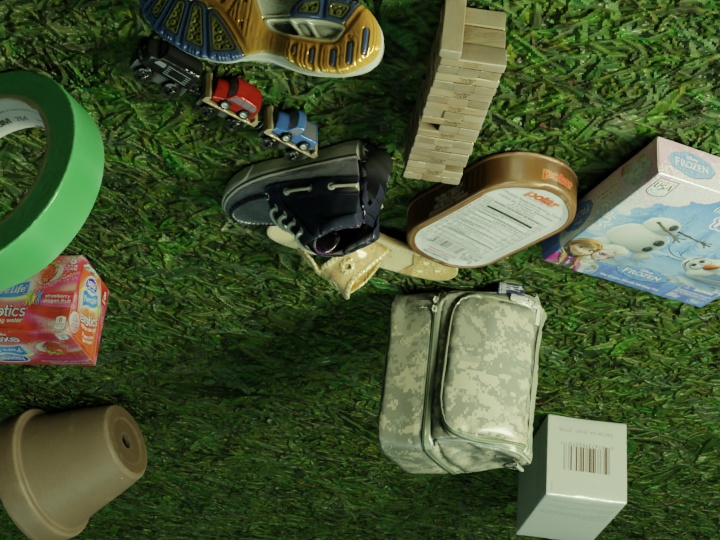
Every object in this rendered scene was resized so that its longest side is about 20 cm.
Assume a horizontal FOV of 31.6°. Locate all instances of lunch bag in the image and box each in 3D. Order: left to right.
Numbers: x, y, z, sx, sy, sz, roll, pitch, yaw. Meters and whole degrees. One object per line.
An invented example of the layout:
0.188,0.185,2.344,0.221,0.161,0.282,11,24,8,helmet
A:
0.119,0.122,1.419,0.165,0.203,0.140,-1,155,21,lunch bag

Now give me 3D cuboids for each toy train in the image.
-0.111,-0.150,1.127,0.198,0.034,0.046,26,134,-31,toy train

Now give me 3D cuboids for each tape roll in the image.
-0.322,-0.079,1.120,0.198,0.203,0.048,-7,151,24,tape roll

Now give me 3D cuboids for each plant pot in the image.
-0.415,0.278,1.872,0.173,0.202,0.200,-24,144,14,plant pot

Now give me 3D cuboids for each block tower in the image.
0.077,-0.144,1.073,0.057,0.055,0.201,7,153,-3,block tower

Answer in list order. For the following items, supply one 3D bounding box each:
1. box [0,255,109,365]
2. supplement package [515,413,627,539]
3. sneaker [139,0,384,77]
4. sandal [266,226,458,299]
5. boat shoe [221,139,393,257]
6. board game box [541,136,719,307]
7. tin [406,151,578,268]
-0.406,0.047,1.487,0.197,0.101,0.096,0,152,12,box
0.295,0.297,1.794,0.115,0.119,0.201,7,152,-3,supplement package
-0.077,-0.189,0.999,0.197,0.076,0.088,19,-177,8,sneaker
0.001,-0.003,1.339,0.208,0.071,0.078,10,152,-7,sandal
-0.060,-0.055,1.226,0.198,0.094,0.074,-16,145,36,boat shoe
0.310,-0.040,1.229,0.197,0.044,0.199,15,151,-19,board game box
0.127,-0.055,1.251,0.111,0.042,0.199,19,150,-32,tin
